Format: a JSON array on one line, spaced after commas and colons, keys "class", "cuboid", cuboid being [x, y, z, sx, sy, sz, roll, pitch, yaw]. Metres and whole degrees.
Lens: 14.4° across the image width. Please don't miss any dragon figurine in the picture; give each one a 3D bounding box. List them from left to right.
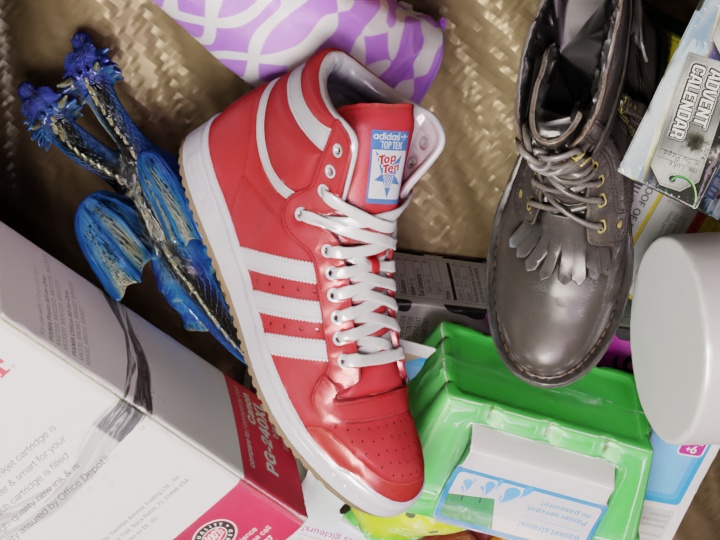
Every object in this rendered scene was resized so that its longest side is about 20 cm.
[{"class": "dragon figurine", "cuboid": [-0.093, -0.018, 1.320, 0.059, 0.201, 0.099, -36, 151, 14]}]

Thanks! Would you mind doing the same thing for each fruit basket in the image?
[{"class": "fruit basket", "cuboid": [0.056, 0.132, 1.362, 0.184, 0.094, 0.201, 16, 117, -12]}]

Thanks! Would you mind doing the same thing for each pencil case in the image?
[{"class": "pencil case", "cuboid": [-0.046, -0.138, 1.301, 0.200, 0.084, 0.086, 39, 68, -22]}]

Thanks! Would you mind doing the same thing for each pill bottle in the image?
[{"class": "pill bottle", "cuboid": [0.233, 0.027, 1.314, 0.198, 0.114, 0.115, -3, 116, -15]}]

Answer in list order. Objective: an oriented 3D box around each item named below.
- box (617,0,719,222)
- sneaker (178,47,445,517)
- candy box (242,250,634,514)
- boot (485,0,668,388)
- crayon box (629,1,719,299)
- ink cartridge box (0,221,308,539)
[{"class": "box", "cuboid": [0.165, -0.092, 1.226, 0.040, 0.200, 0.138, 26, 95, 9]}, {"class": "sneaker", "cuboid": [0.000, 0.000, 1.251, 0.112, 0.071, 0.201, -35, 74, 35]}, {"class": "candy box", "cuboid": [0.042, 0.066, 1.413, 0.198, 0.061, 0.137, 7, 115, -7]}, {"class": "boot", "cuboid": [0.086, -0.049, 1.236, 0.069, 0.174, 0.202, 11, 90, 10]}, {"class": "crayon box", "cuboid": [0.189, -0.030, 1.382, 0.199, 0.051, 0.127, 26, 106, -15]}, {"class": "ink cartridge box", "cuboid": [-0.146, 0.085, 1.313, 0.145, 0.084, 0.200, -39, 125, 21]}]
